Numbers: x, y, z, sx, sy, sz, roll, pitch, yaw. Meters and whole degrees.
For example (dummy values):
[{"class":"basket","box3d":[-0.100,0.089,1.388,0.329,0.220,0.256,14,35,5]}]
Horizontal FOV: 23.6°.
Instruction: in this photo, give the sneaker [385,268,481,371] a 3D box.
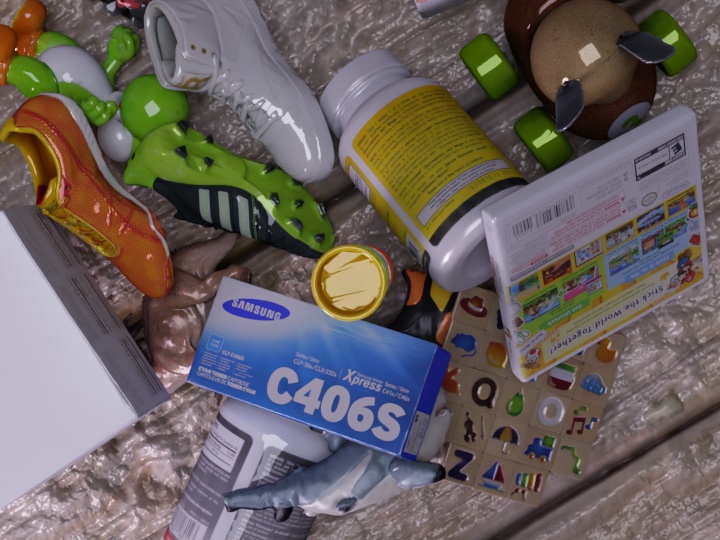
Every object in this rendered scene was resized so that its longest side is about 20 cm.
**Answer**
[{"class":"sneaker","box3d":[0.029,0.094,1.510,0.090,0.070,0.201,28,88,6]}]

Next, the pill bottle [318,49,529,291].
[{"class":"pill bottle","box3d":[0.054,-0.089,1.455,0.112,0.112,0.200,-40,67,5]}]

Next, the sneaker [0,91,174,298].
[{"class":"sneaker","box3d":[-0.232,-0.053,1.453,0.200,0.073,0.077,53,54,-9]}]

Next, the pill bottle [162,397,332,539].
[{"class":"pill bottle","box3d":[-0.084,0.176,1.495,0.115,0.116,0.201,25,94,3]}]

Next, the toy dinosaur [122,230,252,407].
[{"class":"toy dinosaur","box3d":[-0.165,0.042,1.515,0.135,0.086,0.201,14,88,10]}]

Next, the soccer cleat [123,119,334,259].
[{"class":"soccer cleat","box3d":[-0.111,-0.062,1.497,0.200,0.068,0.081,30,136,-28]}]

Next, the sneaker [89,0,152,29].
[{"class":"sneaker","box3d":[-0.229,-0.295,1.508,0.200,0.071,0.098,42,97,3]}]

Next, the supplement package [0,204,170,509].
[{"class":"supplement package","box3d":[-0.284,0.071,1.427,0.155,0.111,0.200,-34,89,9]}]

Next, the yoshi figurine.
[{"class":"yoshi figurine","box3d":[-0.224,-0.162,1.498,0.200,0.112,0.113,34,87,-2]}]

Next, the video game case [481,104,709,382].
[{"class":"video game case","box3d":[0.199,-0.021,1.430,0.199,0.023,0.183,-28,131,-16]}]

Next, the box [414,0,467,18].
[{"class":"box","box3d":[0.113,-0.325,1.466,0.199,0.106,0.153,-23,91,4]}]

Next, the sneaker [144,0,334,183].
[{"class":"sneaker","box3d":[-0.112,-0.151,1.468,0.074,0.115,0.200,-46,70,42]}]

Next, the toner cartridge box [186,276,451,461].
[{"class":"toner cartridge box","box3d":[-0.035,0.079,1.410,0.199,0.043,0.095,17,83,21]}]

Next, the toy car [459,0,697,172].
[{"class":"toy car","box3d":[0.193,-0.164,1.408,0.164,0.200,0.158,-38,107,6]}]

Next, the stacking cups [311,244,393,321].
[{"class":"stacking cups","box3d":[0.000,0.000,1.439,0.060,0.200,0.061,1,96,5]}]

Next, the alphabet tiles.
[{"class":"alphabet tiles","box3d":[0.140,0.097,1.495,0.166,0.006,0.201,17,90,-20]}]

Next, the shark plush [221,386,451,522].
[{"class":"shark plush","box3d":[-0.016,0.158,1.438,0.199,0.091,0.084,-21,86,7]}]
